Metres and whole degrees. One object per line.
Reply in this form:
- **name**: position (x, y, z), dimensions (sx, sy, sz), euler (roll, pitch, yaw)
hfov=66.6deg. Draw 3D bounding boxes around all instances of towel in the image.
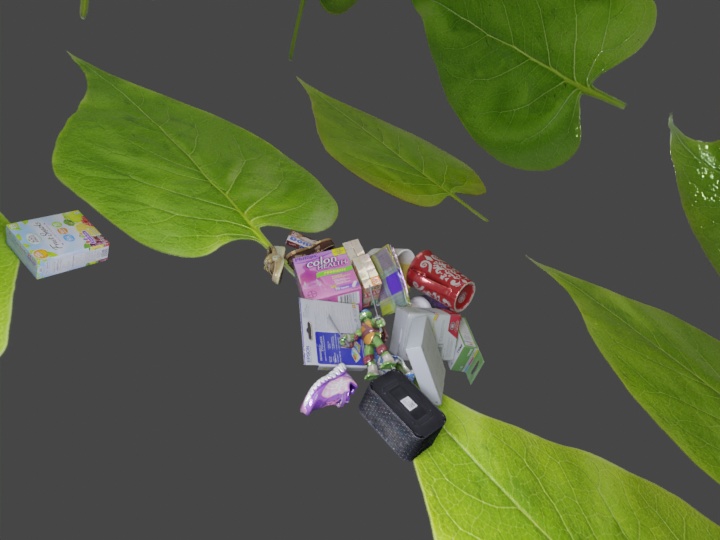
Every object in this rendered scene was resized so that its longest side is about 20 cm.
- **towel**: position (0.083, 0.033, 1.729), dimensions (0.022, 0.143, 0.205), euler (-12, 81, -41)

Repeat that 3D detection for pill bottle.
- **pill bottle**: position (0.222, 0.137, 1.824), dimensions (0.197, 0.113, 0.112), euler (-9, 43, -42)

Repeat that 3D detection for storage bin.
- **storage bin**: position (0.107, 0.371, 1.422), dimensions (0.199, 0.095, 0.134), euler (41, 35, 27)

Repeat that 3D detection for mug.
- **mug**: position (0.087, 0.010, 1.839), dimensions (0.151, 0.191, 0.148), euler (13, 29, 37)
- **mug**: position (0.246, 0.048, 1.754), dimensions (0.176, 0.136, 0.199), euler (-27, 45, -34)

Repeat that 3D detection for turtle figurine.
- **turtle figurine**: position (0.008, 0.184, 1.483), dimensions (0.141, 0.201, 0.197), euler (-21, 61, 0)

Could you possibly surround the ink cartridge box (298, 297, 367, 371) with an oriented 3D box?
- **ink cartridge box**: position (-0.085, 0.183, 1.553), dimensions (0.196, 0.047, 0.202), euler (7, 59, -26)

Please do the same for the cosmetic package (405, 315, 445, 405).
- **cosmetic package**: position (0.189, 0.257, 1.560), dimensions (0.051, 0.204, 0.152), euler (-13, 24, 18)

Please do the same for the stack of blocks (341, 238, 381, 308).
- **stack of blocks**: position (0.000, 0.000, 1.748), dimensions (0.057, 0.116, 0.203), euler (-15, 58, -15)

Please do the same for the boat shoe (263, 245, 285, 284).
- **boat shoe**: position (-0.280, -0.020, 1.767), dimensions (0.065, 0.076, 0.201), euler (12, 23, -12)

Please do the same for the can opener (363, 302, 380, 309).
- **can opener**: position (0.024, 0.110, 1.792), dimensions (0.197, 0.067, 0.053), euler (-15, 52, -35)

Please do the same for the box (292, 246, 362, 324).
- **box**: position (-0.104, 0.042, 1.699), dimensions (0.172, 0.098, 0.202), euler (-13, 44, -11)

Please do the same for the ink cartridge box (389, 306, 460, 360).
- **ink cartridge box**: position (0.197, 0.192, 1.678), dimensions (0.196, 0.150, 0.082), euler (5, 10, -28)

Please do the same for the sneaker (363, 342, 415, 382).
- **sneaker**: position (0.080, 0.265, 1.574), dimensions (0.198, 0.078, 0.075), euler (36, 35, 21)

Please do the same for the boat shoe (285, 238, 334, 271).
- **boat shoe**: position (-0.163, -0.048, 1.877), dimensions (0.198, 0.071, 0.071), euler (-26, 71, -34)

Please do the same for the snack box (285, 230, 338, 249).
- **snack box**: position (-0.168, -0.084, 1.972), dimensions (0.196, 0.025, 0.072), euler (22, 33, -5)

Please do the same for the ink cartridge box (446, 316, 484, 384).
- **ink cartridge box**: position (0.315, 0.248, 1.730), dimensions (0.058, 0.105, 0.202), euler (11, 34, -18)

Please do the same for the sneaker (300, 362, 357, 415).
- **sneaker**: position (-0.073, 0.316, 1.402), dimensions (0.088, 0.081, 0.199), euler (41, 34, 14)

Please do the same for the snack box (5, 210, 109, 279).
- **snack box**: position (-0.818, -0.075, 1.486), dimensions (0.168, 0.069, 0.199), euler (38, 36, 20)
